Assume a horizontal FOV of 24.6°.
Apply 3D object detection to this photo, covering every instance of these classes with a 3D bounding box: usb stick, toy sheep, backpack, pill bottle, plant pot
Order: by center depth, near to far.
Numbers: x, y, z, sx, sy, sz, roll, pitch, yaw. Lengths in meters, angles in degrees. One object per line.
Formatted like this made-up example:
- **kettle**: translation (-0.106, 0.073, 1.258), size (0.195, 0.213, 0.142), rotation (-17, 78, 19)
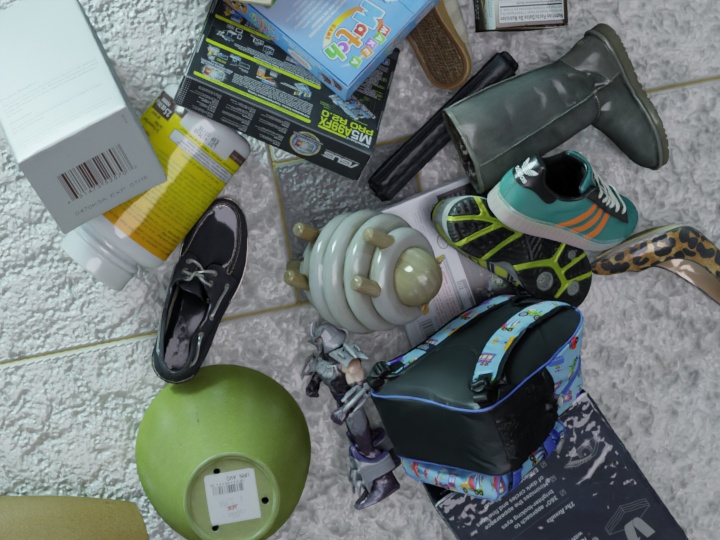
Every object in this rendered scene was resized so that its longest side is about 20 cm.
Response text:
- **backpack**: translation (0.134, 0.114, 1.645), size (0.200, 0.182, 0.135), rotation (-38, 118, -36)
- **plant pot**: translation (-0.134, 0.204, 1.653), size (0.185, 0.200, 0.189), rotation (-1, 97, -6)
- **pill bottle**: translation (-0.209, -0.080, 1.656), size (0.109, 0.109, 0.200), rotation (39, 91, -9)
- **toy sheep**: translation (0.000, 0.000, 1.666), size (0.137, 0.199, 0.139), rotation (-14, 108, -47)
- **plant pot**: translation (-0.314, 0.304, 1.668), size (0.199, 0.186, 0.188), rotation (-11, 98, -19)
- **usb stick**: translation (0.085, -0.148, 1.711), size (0.200, 0.055, 0.033), rotation (-45, 83, 0)

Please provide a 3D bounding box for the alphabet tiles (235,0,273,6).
- **alphabet tiles**: translation (-0.132, -0.336, 1.624), size (0.198, 0.006, 0.167), rotation (9, 63, 9)

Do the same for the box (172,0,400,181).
- **box**: translation (-0.070, -0.193, 1.643), size (0.199, 0.044, 0.161), rotation (22, 49, -9)

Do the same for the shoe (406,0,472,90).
- **shoe**: translation (0.061, -0.281, 1.699), size (0.070, 0.053, 0.201), rotation (-21, 95, 25)

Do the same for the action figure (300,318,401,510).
- **action figure**: translation (-0.013, 0.138, 1.702), size (0.069, 0.130, 0.201), rotation (-23, 110, -5)

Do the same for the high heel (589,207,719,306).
- **high heel**: translation (0.347, 0.019, 1.750), size (0.199, 0.071, 0.144), rotation (-17, 92, -14)

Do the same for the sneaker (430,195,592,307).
- **sneaker**: translation (0.159, -0.026, 1.707), size (0.199, 0.076, 0.076), rotation (33, 88, -27)

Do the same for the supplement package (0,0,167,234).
- **supplement package**: translation (-0.283, -0.158, 1.582), size (0.116, 0.201, 0.118), rotation (-28, 143, -2)

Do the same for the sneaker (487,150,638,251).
- **sneaker**: translation (0.222, -0.074, 1.664), size (0.199, 0.072, 0.080), rotation (5, 138, -42)

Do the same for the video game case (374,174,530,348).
- **video game case**: translation (0.120, 0.002, 1.749), size (0.181, 0.023, 0.201), rotation (-21, 98, -3)

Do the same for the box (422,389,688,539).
- **box**: translation (0.201, 0.253, 1.740), size (0.196, 0.117, 0.201), rotation (-36, 98, -2)

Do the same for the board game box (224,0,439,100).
- **board game box**: translation (-0.041, -0.286, 1.638), size (0.200, 0.037, 0.151), rotation (40, 71, 8)

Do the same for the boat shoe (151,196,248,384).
- **boat shoe**: translation (-0.161, 0.020, 1.688), size (0.072, 0.063, 0.201), rotation (20, 84, -5)

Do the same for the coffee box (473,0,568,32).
- **coffee box**: translation (0.156, -0.342, 1.667), size (0.079, 0.113, 0.202), rotation (-4, 98, -6)

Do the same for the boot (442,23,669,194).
- **boot**: translation (0.202, -0.136, 1.696), size (0.199, 0.072, 0.183), rotation (-36, 105, -15)
